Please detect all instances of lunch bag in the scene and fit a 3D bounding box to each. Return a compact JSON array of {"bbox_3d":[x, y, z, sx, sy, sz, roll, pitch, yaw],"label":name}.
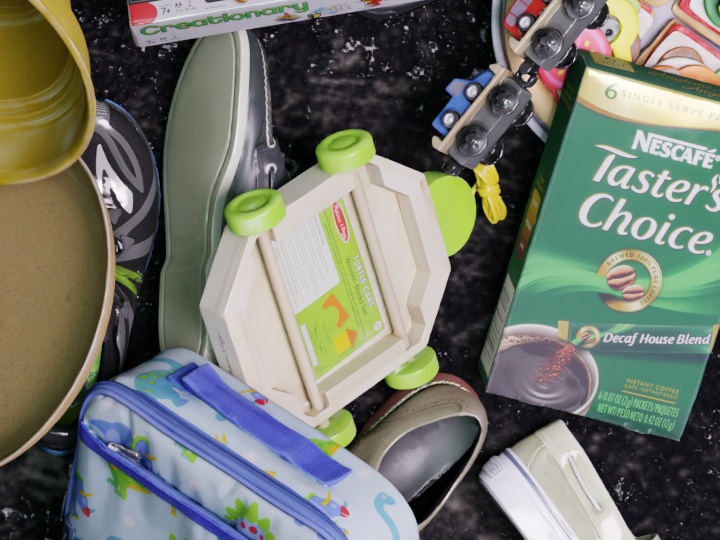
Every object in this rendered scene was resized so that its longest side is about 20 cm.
[{"bbox_3d":[-0.068,0.143,1.463,0.200,0.082,0.161,32,128,27],"label":"lunch bag"}]

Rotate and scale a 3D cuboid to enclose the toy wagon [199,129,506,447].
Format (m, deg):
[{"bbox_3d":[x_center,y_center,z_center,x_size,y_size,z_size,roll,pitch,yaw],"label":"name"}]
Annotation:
[{"bbox_3d":[0.000,0.000,1.516,0.200,0.040,0.155,-36,123,-31],"label":"toy wagon"}]

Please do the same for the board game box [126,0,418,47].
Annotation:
[{"bbox_3d":[-0.034,-0.200,1.494,0.199,0.035,0.127,-10,71,1],"label":"board game box"}]

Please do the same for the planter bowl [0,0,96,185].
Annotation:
[{"bbox_3d":[-0.215,-0.141,1.423,0.200,0.200,0.084,28,56,-7],"label":"planter bowl"}]

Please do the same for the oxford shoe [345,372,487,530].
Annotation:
[{"bbox_3d":[-0.006,0.139,1.534,0.070,0.075,0.200,40,91,-10],"label":"oxford shoe"}]

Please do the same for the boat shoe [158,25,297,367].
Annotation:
[{"bbox_3d":[-0.066,-0.038,1.522,0.066,0.074,0.200,5,86,-35],"label":"boat shoe"}]

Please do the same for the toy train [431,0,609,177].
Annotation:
[{"bbox_3d":[0.102,-0.136,1.492,0.046,0.034,0.200,42,100,25],"label":"toy train"}]

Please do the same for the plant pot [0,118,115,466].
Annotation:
[{"bbox_3d":[-0.203,0.018,1.473,0.027,0.200,0.200,23,92,-51],"label":"plant pot"}]

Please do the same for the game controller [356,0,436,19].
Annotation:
[{"bbox_3d":[0.069,-0.220,1.540,0.200,0.042,0.105,-23,82,-4],"label":"game controller"}]

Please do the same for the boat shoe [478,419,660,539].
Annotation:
[{"bbox_3d":[0.149,0.175,1.556,0.062,0.072,0.200,-38,94,0],"label":"boat shoe"}]

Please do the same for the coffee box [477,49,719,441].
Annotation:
[{"bbox_3d":[0.150,-0.014,1.532,0.123,0.044,0.200,15,107,-8],"label":"coffee box"}]

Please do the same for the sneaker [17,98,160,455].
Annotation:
[{"bbox_3d":[-0.150,0.005,1.506,0.071,0.083,0.200,8,93,-7],"label":"sneaker"}]

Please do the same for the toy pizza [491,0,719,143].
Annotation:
[{"bbox_3d":[0.172,-0.144,1.533,0.200,0.032,0.201,-3,107,-10],"label":"toy pizza"}]
